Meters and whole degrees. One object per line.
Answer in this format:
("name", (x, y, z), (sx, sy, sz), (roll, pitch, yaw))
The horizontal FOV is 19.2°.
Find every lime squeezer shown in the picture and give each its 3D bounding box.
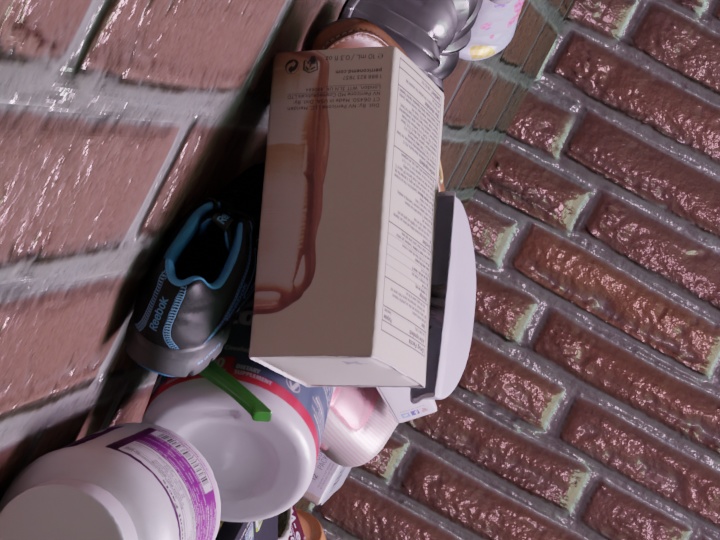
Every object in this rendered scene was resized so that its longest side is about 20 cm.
("lime squeezer", (-0.106, 0.029, 1.386), (0.200, 0.071, 0.038), (-106, -173, -54))

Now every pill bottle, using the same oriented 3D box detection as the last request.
("pill bottle", (-0.156, 0.157, 1.282), (0.112, 0.112, 0.200), (-62, 174, 6))
("pill bottle", (-0.075, 0.065, 1.464), (0.200, 0.119, 0.120), (-77, -171, -52))

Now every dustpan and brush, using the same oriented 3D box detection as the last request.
("dustpan and brush", (0.049, 0.030, 1.463), (0.200, 0.057, 0.140), (42, 53, -74))

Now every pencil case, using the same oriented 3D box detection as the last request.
("pencil case", (0.108, -0.257, 1.773), (0.200, 0.083, 0.091), (108, 6, -64))

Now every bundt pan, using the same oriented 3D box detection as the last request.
("bundt pan", (0.028, -0.159, 1.588), (0.202, 0.076, 0.202), (-60, 175, -9))

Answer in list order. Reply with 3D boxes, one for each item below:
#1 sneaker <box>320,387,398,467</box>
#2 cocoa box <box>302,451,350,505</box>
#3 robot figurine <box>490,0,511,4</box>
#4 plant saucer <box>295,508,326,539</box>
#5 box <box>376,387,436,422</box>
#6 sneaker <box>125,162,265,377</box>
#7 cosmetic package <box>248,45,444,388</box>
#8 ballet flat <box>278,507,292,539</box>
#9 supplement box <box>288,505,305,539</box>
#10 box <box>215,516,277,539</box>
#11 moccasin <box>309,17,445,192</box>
("sneaker", (-0.023, 0.074, 1.622), (0.075, 0.105, 0.200), (-36, -151, 16))
("cocoa box", (-0.037, 0.083, 1.871), (0.200, 0.131, 0.133), (-62, 174, 6))
("robot figurine", (0.085, -0.264, 1.398), (0.200, 0.113, 0.170), (-50, 129, -65))
("plant saucer", (-0.126, 0.242, 1.744), (0.200, 0.200, 0.032), (-50, 127, -63))
("box", (0.000, 0.000, 1.526), (0.200, 0.036, 0.144), (63, 12, -51))
("sneaker", (-0.078, -0.016, 1.352), (0.200, 0.073, 0.082), (-58, 170, -47))
("cosmetic package", (-0.007, -0.032, 1.348), (0.103, 0.087, 0.200), (38, 54, -64))
("ballet flat", (-0.071, 0.136, 1.614), (0.069, 0.069, 0.200), (110, -17, -55))
("supplement box", (-0.140, 0.230, 1.633), (0.200, 0.109, 0.061), (-39, 117, -55))
("box", (-0.108, 0.246, 1.463), (0.200, 0.049, 0.161), (-62, 159, -54))
("moccasin", (0.016, -0.088, 1.480), (0.078, 0.074, 0.202), (-108, -178, -51))
